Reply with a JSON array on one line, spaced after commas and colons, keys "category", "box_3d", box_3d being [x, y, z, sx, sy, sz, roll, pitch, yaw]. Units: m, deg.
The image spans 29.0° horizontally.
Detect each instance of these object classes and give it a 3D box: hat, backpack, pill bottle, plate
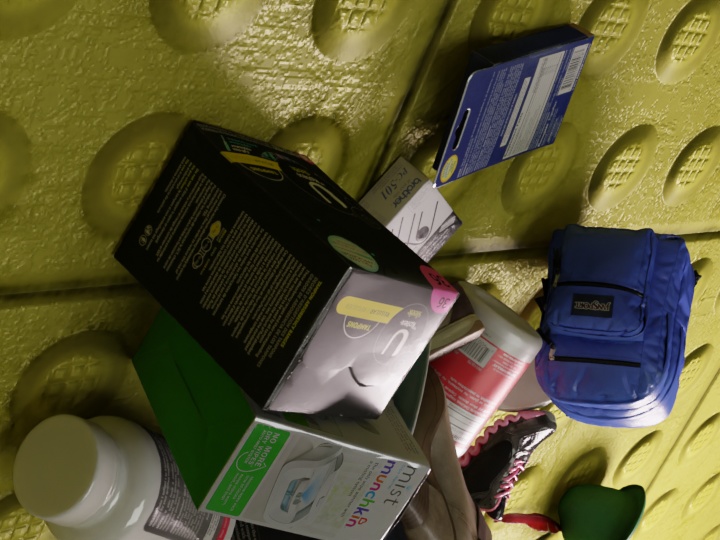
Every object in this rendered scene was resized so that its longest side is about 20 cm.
[{"category": "hat", "box_3d": [0.291, 0.324, 1.984, 0.166, 0.176, 0.200, -51, -175, 0]}, {"category": "backpack", "box_3d": [0.259, 0.059, 1.483, 0.168, 0.161, 0.202, 38, 59, -57]}, {"category": "pill bottle", "box_3d": [0.089, 0.121, 1.443, 0.201, 0.112, 0.112, -55, 147, 10]}, {"category": "pill bottle", "box_3d": [-0.195, 0.186, 1.158, 0.111, 0.111, 0.200, -49, 148, 0]}, {"category": "plate", "box_3d": [0.025, 0.128, 1.225, 0.200, 0.025, 0.202, -165, -90, -87]}]

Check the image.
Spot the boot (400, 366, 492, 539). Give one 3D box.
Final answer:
[{"category": "boot", "box_3d": [0.080, 0.210, 1.345, 0.070, 0.201, 0.146, -19, 126, 29]}]

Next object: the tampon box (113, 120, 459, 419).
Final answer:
[{"category": "tampon box", "box_3d": [-0.056, 0.002, 1.064, 0.149, 0.200, 0.127, 12, 115, -54]}]

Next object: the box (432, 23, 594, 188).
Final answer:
[{"category": "box", "box_3d": [0.131, -0.152, 1.267, 0.199, 0.032, 0.122, -24, 141, -47]}]

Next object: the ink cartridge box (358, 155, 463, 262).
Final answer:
[{"category": "ink cartridge box", "box_3d": [0.000, 0.000, 1.274, 0.200, 0.044, 0.094, -48, 146, -2]}]

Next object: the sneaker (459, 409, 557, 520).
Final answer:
[{"category": "sneaker", "box_3d": [0.158, 0.240, 1.623, 0.200, 0.096, 0.079, -40, 148, 22]}]

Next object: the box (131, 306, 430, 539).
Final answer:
[{"category": "box", "box_3d": [-0.066, 0.112, 1.126, 0.176, 0.200, 0.097, 21, 110, -36]}]

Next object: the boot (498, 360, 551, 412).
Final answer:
[{"category": "boot", "box_3d": [0.231, 0.123, 1.659, 0.199, 0.073, 0.090, -24, 160, -17]}]

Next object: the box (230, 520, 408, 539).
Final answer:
[{"category": "box", "box_3d": [-0.064, 0.261, 1.324, 0.196, 0.125, 0.200, -24, 156, 25]}]

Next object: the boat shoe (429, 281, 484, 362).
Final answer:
[{"category": "boat shoe", "box_3d": [0.018, 0.070, 1.354, 0.199, 0.072, 0.072, -24, 170, -2]}]
